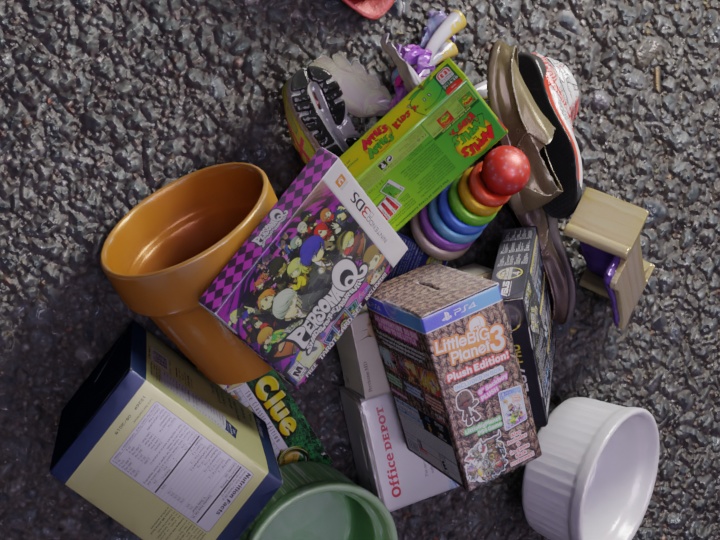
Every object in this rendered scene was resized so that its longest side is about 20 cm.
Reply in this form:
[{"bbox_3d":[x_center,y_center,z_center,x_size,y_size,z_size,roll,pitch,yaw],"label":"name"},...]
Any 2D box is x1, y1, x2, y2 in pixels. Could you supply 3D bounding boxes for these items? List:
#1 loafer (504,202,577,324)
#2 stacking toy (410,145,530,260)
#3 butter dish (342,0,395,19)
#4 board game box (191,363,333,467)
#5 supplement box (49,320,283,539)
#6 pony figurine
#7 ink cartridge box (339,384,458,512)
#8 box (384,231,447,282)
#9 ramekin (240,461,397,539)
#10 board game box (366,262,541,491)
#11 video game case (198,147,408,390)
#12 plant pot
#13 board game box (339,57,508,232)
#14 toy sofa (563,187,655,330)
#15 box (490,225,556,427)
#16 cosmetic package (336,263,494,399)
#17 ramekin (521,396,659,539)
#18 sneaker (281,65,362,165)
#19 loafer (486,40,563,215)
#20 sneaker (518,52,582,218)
[{"bbox_3d":[0.217,-0.025,1.474,0.070,0.073,0.203,-17,98,-5],"label":"loafer"},{"bbox_3d":[0.130,-0.085,1.346,0.084,0.200,0.087,8,67,-19],"label":"stacking toy"},{"bbox_3d":[0.017,-0.415,1.307,0.199,0.148,0.201,37,84,-20],"label":"butter dish"},{"bbox_3d":[-0.124,0.179,1.394,0.104,0.023,0.202,-36,107,-14],"label":"board game box"},{"bbox_3d":[-0.207,0.187,1.256,0.199,0.200,0.135,39,93,-15],"label":"supplement box"},{"bbox_3d":[0.062,-0.207,1.361,0.200,0.165,0.194,-49,117,-24],"label":"pony figurine"},{"bbox_3d":[0.087,0.189,1.437,0.197,0.087,0.148,-17,101,-19],"label":"ink cartridge box"},{"bbox_3d":[0.000,0.000,1.411,0.198,0.032,0.123,22,89,-21],"label":"box"},{"bbox_3d":[-0.063,0.324,1.377,0.197,0.097,0.204,-8,109,-24],"label":"ramekin"},{"bbox_3d":[0.098,0.111,1.284,0.096,0.159,0.203,-21,106,-18],"label":"board game box"},{"bbox_3d":[-0.053,0.003,1.222,0.201,0.036,0.182,-51,140,-9],"label":"video game case"},{"bbox_3d":[-0.154,0.016,1.285,0.199,0.200,0.185,-34,121,-13],"label":"plant pot"},{"bbox_3d":[0.055,-0.125,1.285,0.199,0.048,0.101,-41,135,7],"label":"board game box"},{"bbox_3d":[0.299,-0.011,1.431,0.082,0.200,0.099,25,80,23],"label":"toy sofa"},{"bbox_3d":[0.191,0.062,1.363,0.048,0.201,0.164,-5,114,15],"label":"box"},{"bbox_3d":[0.072,0.070,1.394,0.197,0.073,0.105,-18,104,-19],"label":"cosmetic package"},{"bbox_3d":[0.287,0.257,1.474,0.199,0.097,0.204,-22,120,-45],"label":"ramekin"},{"bbox_3d":[-0.036,-0.139,1.352,0.077,0.090,0.203,-24,106,-19],"label":"sneaker"},{"bbox_3d":[0.190,-0.167,1.355,0.066,0.076,0.203,-9,105,15],"label":"loafer"},{"bbox_3d":[0.241,-0.166,1.427,0.107,0.067,0.205,-9,81,-57],"label":"sneaker"}]
